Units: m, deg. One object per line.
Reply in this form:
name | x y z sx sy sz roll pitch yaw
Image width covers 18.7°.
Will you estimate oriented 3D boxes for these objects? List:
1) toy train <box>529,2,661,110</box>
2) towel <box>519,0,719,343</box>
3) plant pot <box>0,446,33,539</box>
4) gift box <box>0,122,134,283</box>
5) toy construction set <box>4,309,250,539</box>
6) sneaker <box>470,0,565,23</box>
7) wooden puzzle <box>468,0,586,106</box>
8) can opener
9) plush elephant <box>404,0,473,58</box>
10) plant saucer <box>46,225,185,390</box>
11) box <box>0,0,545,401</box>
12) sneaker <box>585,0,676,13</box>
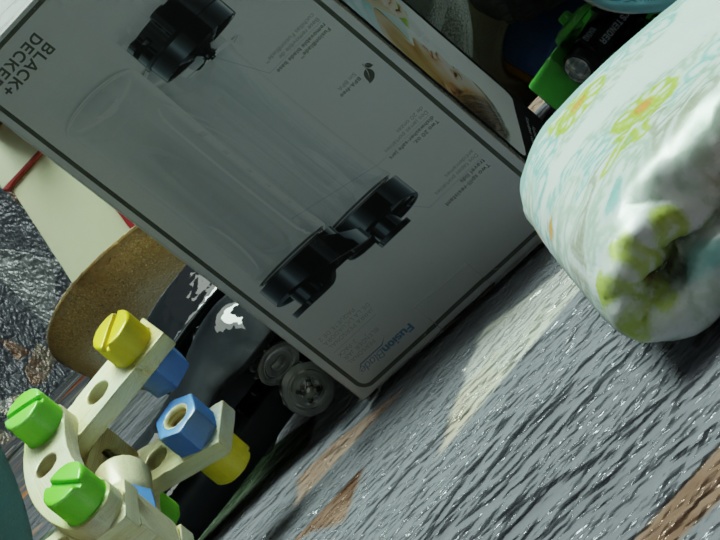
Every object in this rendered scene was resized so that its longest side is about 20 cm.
toy train | 0.139 -0.137 1.002 0.200 0.042 0.056 -49 -4 -37
towel | 0.123 -0.071 0.564 0.200 0.048 0.171 -45 5 5
plant pot | -0.242 0.160 1.112 0.200 0.135 0.200 -43 8 7
gift box | -0.095 -0.077 1.255 0.184 0.187 0.200 -42 -16 25
toy construction set | -0.122 0.119 0.760 0.200 0.092 0.131 -51 27 23
sneaker | 0.091 -0.202 0.938 0.200 0.087 0.076 -56 -22 -4
wooden puzzle | 0.115 -0.166 1.052 0.185 0.046 0.200 -44 -28 -20
can opener | -0.073 0.079 0.878 0.200 0.063 0.079 -58 35 -3
plush elephant | -0.028 -0.133 0.881 0.201 0.164 0.155 -60 21 20
plant saucer | -0.068 0.009 1.153 0.200 0.036 0.200 -27 -20 -11
box | -0.032 -0.057 0.790 0.117 0.200 0.060 -44 23 20
sneaker | 0.167 -0.180 0.912 0.200 0.080 0.131 -35 9 9
